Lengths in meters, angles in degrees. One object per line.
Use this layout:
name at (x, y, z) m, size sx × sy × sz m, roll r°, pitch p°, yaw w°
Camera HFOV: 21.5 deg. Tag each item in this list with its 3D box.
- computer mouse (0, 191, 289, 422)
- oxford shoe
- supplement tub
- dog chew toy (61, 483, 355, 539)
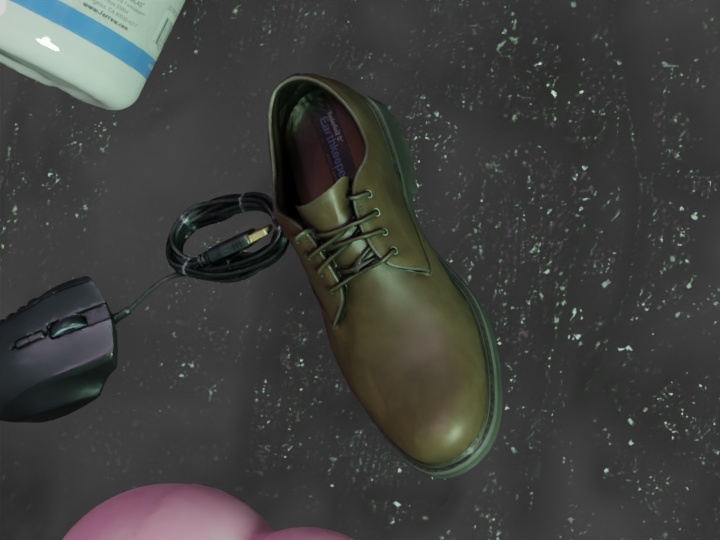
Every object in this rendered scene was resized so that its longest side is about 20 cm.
computer mouse at (-0.117, 0.016, 0.912) m, size 0.200 × 0.034 × 0.059 m, roll -32°, pitch 63°, yaw 24°
oxford shoe at (0.000, 0.000, 0.843) m, size 0.073 × 0.084 × 0.200 m, roll -31°, pitch 65°, yaw 14°
supplement tub at (-0.130, -0.193, 0.938) m, size 0.132 × 0.132 × 0.200 m, roll 23°, pitch 87°, yaw 30°
dog chew toy at (-0.036, 0.160, 0.799) m, size 0.199 × 0.125 × 0.125 m, roll 9°, pitch 80°, yaw 20°
